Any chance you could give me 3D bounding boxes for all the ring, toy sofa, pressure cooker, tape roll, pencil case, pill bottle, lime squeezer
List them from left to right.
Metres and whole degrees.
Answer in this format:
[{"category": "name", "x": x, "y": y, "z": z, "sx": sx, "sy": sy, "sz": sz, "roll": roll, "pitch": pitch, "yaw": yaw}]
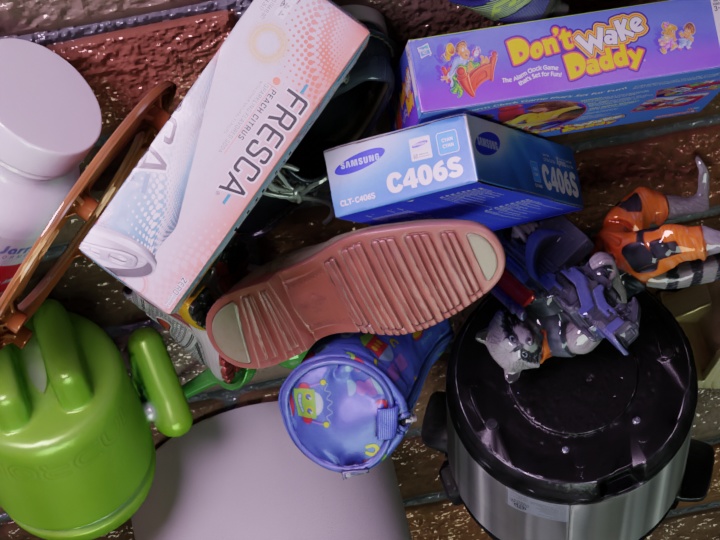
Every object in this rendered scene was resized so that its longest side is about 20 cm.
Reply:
[{"category": "pill bottle", "x": -0.236, "y": -0.041, "z": 1.535, "sx": 0.112, "sy": 0.113, "sz": 0.200, "roll": 13, "pitch": 136, "yaw": -33}, {"category": "ring", "x": -0.163, "y": -0.026, "z": 1.535, "sx": 0.019, "sy": 0.201, "sz": 0.201, "roll": 34, "pitch": 132, "yaw": 0}, {"category": "lime squeezer", "x": -0.068, "y": 0.059, "z": 1.804, "sx": 0.199, "sy": 0.038, "sz": 0.071, "roll": -19, "pitch": 175, "yaw": 5}, {"category": "tape roll", "x": -0.061, "y": 0.208, "z": 1.905, "sx": 0.201, "sy": 0.140, "sz": 0.203, "roll": -9, "pitch": 144, "yaw": -6}, {"category": "pencil case", "x": 0.008, "y": 0.062, "z": 1.689, "sx": 0.086, "sy": 0.200, "sz": 0.079, "roll": 14, "pitch": 111, "yaw": 8}, {"category": "pressure cooker", "x": 0.141, "y": 0.109, "z": 1.804, "sx": 0.178, "sy": 0.176, "sz": 0.200, "roll": -32, "pitch": 156, "yaw": -12}, {"category": "toy sofa", "x": 0.291, "y": -0.005, "z": 1.792, "sx": 0.097, "sy": 0.083, "sz": 0.201, "roll": 4, "pitch": 140, "yaw": -22}]

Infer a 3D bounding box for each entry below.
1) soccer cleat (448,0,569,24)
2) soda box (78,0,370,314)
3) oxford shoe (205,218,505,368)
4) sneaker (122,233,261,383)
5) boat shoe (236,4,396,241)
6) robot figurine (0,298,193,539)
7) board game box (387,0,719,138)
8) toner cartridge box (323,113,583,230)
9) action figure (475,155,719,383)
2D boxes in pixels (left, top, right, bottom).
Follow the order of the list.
[{"category": "soccer cleat", "x": 0.092, "y": -0.216, "z": 1.461, "sx": 0.083, "sy": 0.065, "sz": 0.201, "roll": 5, "pitch": 139, "yaw": -5}, {"category": "soda box", "x": -0.077, "y": -0.074, "z": 1.492, "sx": 0.201, "sy": 0.068, "sz": 0.064, "roll": -55, "pitch": 180, "yaw": -2}, {"category": "oxford shoe", "x": 0.000, "y": 0.000, "z": 1.601, "sx": 0.199, "sy": 0.074, "sz": 0.071, "roll": -13, "pitch": 111, "yaw": 23}, {"category": "sneaker", "x": -0.107, "y": 0.008, "z": 1.692, "sx": 0.082, "sy": 0.078, "sz": 0.200, "roll": 25, "pitch": 163, "yaw": 19}, {"category": "boat shoe", "x": -0.035, "y": -0.077, "z": 1.600, "sx": 0.074, "sy": 0.062, "sz": 0.200, "roll": 11, "pitch": 137, "yaw": -33}, {"category": "robot figurine", "x": -0.202, "y": 0.106, "z": 1.739, "sx": 0.174, "sy": 0.116, "sz": 0.201, "roll": -21, "pitch": 145, "yaw": -5}, {"category": "board game box", "x": 0.121, "y": -0.116, "z": 1.569, "sx": 0.198, "sy": 0.045, "sz": 0.134, "roll": -9, "pitch": 172, "yaw": -7}, {"category": "toner cartridge box", "x": 0.061, "y": -0.055, "z": 1.597, "sx": 0.094, "sy": 0.044, "sz": 0.200, "roll": -15, "pitch": 171, "yaw": 21}, {"category": "action figure", "x": 0.167, "y": 0.014, "z": 1.675, "sx": 0.193, "sy": 0.200, "sz": 0.105, "roll": -29, "pitch": 122, "yaw": 0}]
